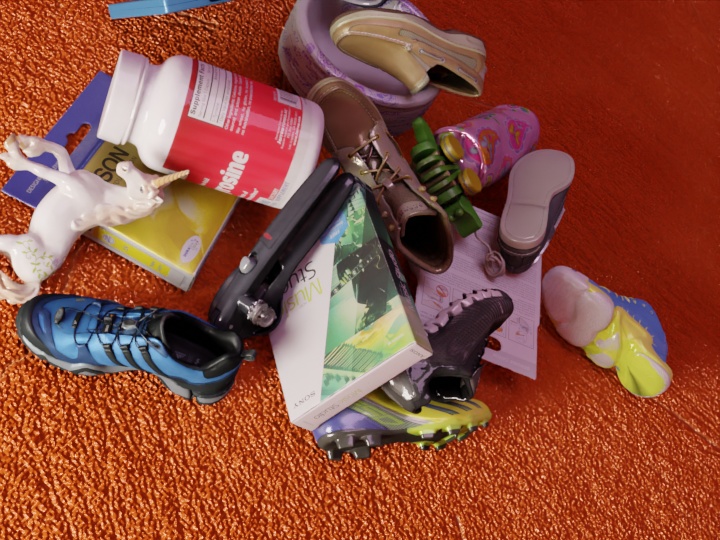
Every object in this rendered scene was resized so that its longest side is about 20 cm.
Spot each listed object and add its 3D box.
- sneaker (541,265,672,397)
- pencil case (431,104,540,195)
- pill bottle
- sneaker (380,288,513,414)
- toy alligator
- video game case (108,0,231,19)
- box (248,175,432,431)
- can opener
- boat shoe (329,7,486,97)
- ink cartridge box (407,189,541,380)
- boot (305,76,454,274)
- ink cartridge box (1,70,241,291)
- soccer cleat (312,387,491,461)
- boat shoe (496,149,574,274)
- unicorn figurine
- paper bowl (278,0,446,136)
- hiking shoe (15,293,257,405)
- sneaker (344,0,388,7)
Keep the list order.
[{"bbox_3d":[0.297,0.058,1.039,0.200,0.076,0.105,48,38,-8],"label":"sneaker"},{"bbox_3d":[0.151,-0.150,1.056,0.088,0.087,0.200,47,35,7],"label":"pencil case"},{"bbox_3d":[-0.144,-0.139,0.836,0.198,0.112,0.113,16,53,-20],"label":"pill bottle"},{"bbox_3d":[0.092,0.083,0.844,0.199,0.067,0.091,-22,64,-38],"label":"sneaker"},{"bbox_3d":[0.101,-0.079,0.950,0.054,0.059,0.201,-20,81,-59],"label":"toy alligator"},{"bbox_3d":[-0.167,-0.315,0.982,0.199,0.143,0.018,-24,115,-34],"label":"video game case"},{"bbox_3d":[-0.026,0.027,0.809,0.036,0.144,0.201,30,31,-48],"label":"box"},{"bbox_3d":[-0.076,-0.020,0.805,0.078,0.201,0.063,38,4,32],"label":"can opener"},{"bbox_3d":[0.060,-0.236,0.967,0.198,0.072,0.077,4,74,-25],"label":"boat shoe"},{"bbox_3d":[0.128,0.019,0.984,0.160,0.050,0.202,22,55,-15],"label":"ink cartridge box"},{"bbox_3d":[0.024,-0.098,0.896,0.200,0.072,0.155,55,3,-37],"label":"boot"},{"bbox_3d":[-0.217,-0.105,0.873,0.199,0.047,0.199,31,51,-11],"label":"ink cartridge box"},{"bbox_3d":[0.043,0.133,0.846,0.198,0.065,0.084,0,59,-28],"label":"soccer cleat"},{"bbox_3d":[0.205,-0.074,1.025,0.072,0.062,0.201,13,44,17],"label":"boat shoe"},{"bbox_3d":[-0.266,-0.057,0.764,0.137,0.200,0.074,38,4,-16],"label":"unicorn figurine"},{"bbox_3d":[-0.003,-0.248,1.046,0.199,0.104,0.202,15,53,-21],"label":"paper bowl"},{"bbox_3d":[-0.194,0.052,0.752,0.198,0.087,0.075,17,53,-19],"label":"hiking shoe"},{"bbox_3d":[-0.024,-0.390,1.007,0.200,0.070,0.109,42,45,-5],"label":"sneaker"}]
